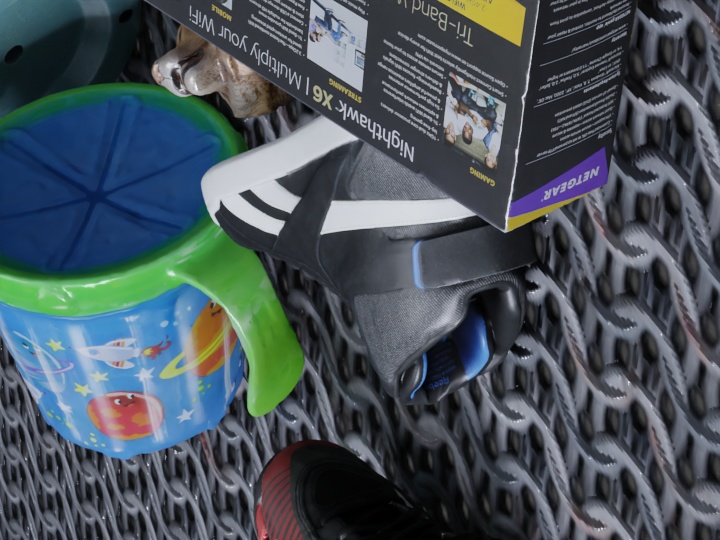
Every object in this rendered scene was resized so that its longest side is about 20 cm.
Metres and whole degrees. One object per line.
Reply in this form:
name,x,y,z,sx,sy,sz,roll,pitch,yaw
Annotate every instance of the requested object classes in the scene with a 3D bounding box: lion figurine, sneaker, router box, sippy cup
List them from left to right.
sippy cup,-0.108,0.007,1.335,0.178,0.139,0.131,-110,8,-48
lion figurine,-0.027,-0.145,1.123,0.122,0.072,0.201,-133,46,-58
sneaker,0.000,0.000,1.123,0.200,0.073,0.112,-26,78,67
router box,0.004,-0.129,0.975,0.200,0.052,0.158,35,133,34
sneaker,0.021,0.124,1.155,0.201,0.071,0.098,54,150,39

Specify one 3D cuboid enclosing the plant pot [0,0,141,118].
plant pot,-0.207,-0.150,1.407,0.188,0.200,0.200,44,145,28
